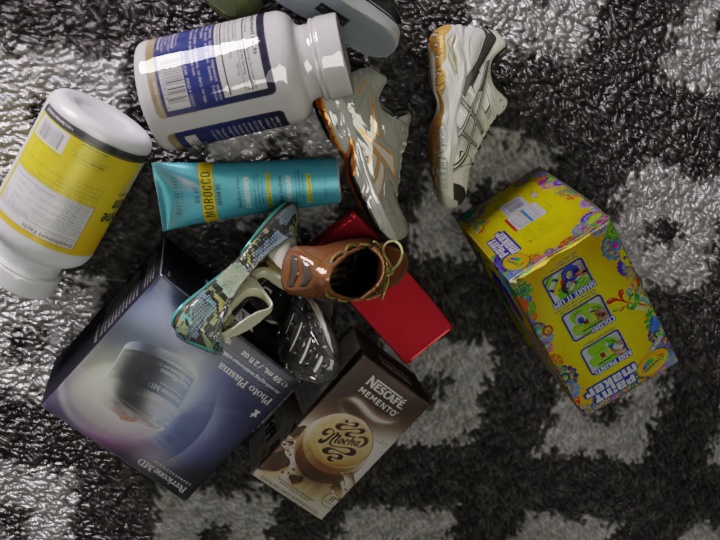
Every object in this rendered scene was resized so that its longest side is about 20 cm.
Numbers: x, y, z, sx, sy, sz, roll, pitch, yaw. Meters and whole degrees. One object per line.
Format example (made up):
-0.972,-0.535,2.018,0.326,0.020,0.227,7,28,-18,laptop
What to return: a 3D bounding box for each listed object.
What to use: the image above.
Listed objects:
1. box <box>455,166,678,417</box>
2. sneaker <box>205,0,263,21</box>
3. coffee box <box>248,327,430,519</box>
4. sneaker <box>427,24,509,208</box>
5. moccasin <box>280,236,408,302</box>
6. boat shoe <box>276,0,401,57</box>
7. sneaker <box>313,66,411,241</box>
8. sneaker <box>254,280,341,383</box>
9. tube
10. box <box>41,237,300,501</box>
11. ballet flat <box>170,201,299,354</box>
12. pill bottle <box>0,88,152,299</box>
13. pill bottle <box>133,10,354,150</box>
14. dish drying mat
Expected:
0.225,0.017,1.019,0.122,0.200,0.193,-32,113,3,box
-0.151,-0.327,0.871,0.067,0.090,0.201,-25,114,-1,sneaker
-0.028,0.184,1.101,0.113,0.080,0.200,38,100,-21,coffee box
0.121,-0.164,0.995,0.087,0.076,0.201,-4,112,-9,sneaker
0.000,-0.002,0.968,0.078,0.201,0.074,12,93,29,moccasin
-0.034,-0.294,0.908,0.199,0.074,0.068,26,60,-28,boat shoe
0.025,-0.126,0.995,0.092,0.076,0.200,-26,115,-4,sneaker
-0.052,0.056,0.985,0.079,0.200,0.074,17,108,-26,sneaker
-0.122,-0.090,0.998,0.199,0.050,0.078,-6,107,-4,tube
-0.206,0.112,1.017,0.200,0.123,0.198,40,101,-21,box
-0.107,0.011,0.937,0.200,0.074,0.074,-50,117,-29,ballet flat
-0.305,-0.074,0.930,0.112,0.112,0.200,29,104,-20,pill bottle
-0.111,-0.192,0.905,0.199,0.111,0.111,-11,113,5,pill bottle
0.024,0.021,1.082,0.077,0.018,0.200,-39,114,5,dish drying mat
